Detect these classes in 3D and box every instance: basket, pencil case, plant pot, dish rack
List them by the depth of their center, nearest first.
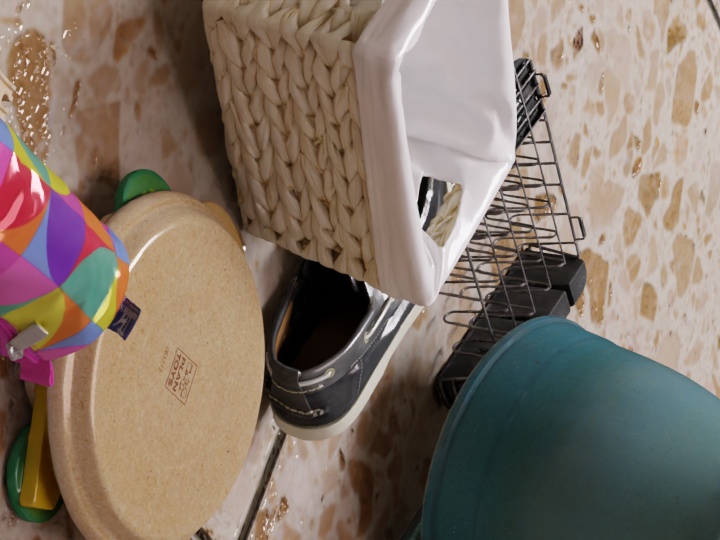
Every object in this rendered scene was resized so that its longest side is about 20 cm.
[{"bbox_3d":[-0.179,-0.026,1.382,0.200,0.088,0.089,49,53,-52],"label":"pencil case"},{"bbox_3d":[0.001,-0.102,1.625,0.136,0.123,0.201,-58,154,-34],"label":"basket"},{"bbox_3d":[0.169,0.148,1.830,0.200,0.187,0.201,-27,125,-46],"label":"plant pot"},{"bbox_3d":[0.086,-0.028,1.910,0.154,0.054,0.201,-55,138,-45],"label":"dish rack"}]

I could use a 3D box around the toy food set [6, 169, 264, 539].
[{"bbox_3d":[-0.112,0.051,1.556,0.198,0.048,0.201,21,77,-61],"label":"toy food set"}]

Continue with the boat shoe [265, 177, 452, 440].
[{"bbox_3d":[0.000,0.000,1.731,0.201,0.071,0.068,-64,150,-30],"label":"boat shoe"}]

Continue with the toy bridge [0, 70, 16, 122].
[{"bbox_3d":[-0.206,-0.118,1.329,0.200,0.067,0.027,47,55,-55],"label":"toy bridge"}]

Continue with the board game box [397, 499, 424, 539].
[{"bbox_3d":[0.063,0.194,1.893,0.200,0.028,0.135,-55,142,-24],"label":"board game box"}]
